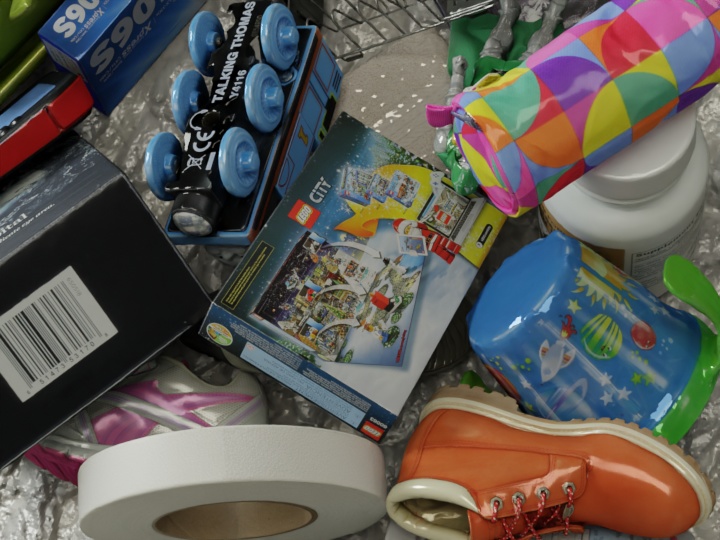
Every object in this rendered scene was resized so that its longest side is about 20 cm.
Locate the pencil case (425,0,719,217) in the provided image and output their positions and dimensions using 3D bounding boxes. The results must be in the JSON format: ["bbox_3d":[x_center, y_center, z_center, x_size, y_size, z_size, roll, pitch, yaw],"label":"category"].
[{"bbox_3d":[0.143,-0.116,1.133,0.199,0.088,0.089,-31,70,-7],"label":"pencil case"}]

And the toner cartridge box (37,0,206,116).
[{"bbox_3d":[-0.151,-0.219,1.410,0.043,0.095,0.200,35,77,16],"label":"toner cartridge box"}]

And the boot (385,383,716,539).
[{"bbox_3d":[0.114,0.142,1.167,0.199,0.076,0.107,10,37,24],"label":"boot"}]

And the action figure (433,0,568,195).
[{"bbox_3d":[0.098,-0.124,1.317,0.117,0.055,0.201,7,48,17],"label":"action figure"}]

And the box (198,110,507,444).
[{"bbox_3d":[0.000,0.000,1.239,0.136,0.038,0.200,31,50,2],"label":"box"}]

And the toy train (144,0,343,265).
[{"bbox_3d":[-0.078,-0.095,1.300,0.086,0.114,0.201,-2,56,26],"label":"toy train"}]

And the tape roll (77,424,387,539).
[{"bbox_3d":[-0.081,0.144,1.213,0.201,0.203,0.037,-6,69,4],"label":"tape roll"}]

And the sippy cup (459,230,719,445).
[{"bbox_3d":[0.143,0.050,1.231,0.130,0.140,0.178,42,97,-19],"label":"sippy cup"}]

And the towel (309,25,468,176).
[{"bbox_3d":[0.008,-0.087,1.364,0.199,0.035,0.133,-36,59,-9],"label":"towel"}]

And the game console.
[{"bbox_3d":[-0.270,-0.078,1.328,0.176,0.200,0.031,-37,104,-8],"label":"game console"}]

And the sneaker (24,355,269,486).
[{"bbox_3d":[-0.151,0.103,1.304,0.198,0.081,0.089,6,69,0],"label":"sneaker"}]

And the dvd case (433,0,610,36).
[{"bbox_3d":[0.169,-0.194,1.408,0.199,0.016,0.149,-25,70,-4],"label":"dvd case"}]

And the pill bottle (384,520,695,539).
[{"bbox_3d":[0.113,0.212,1.215,0.198,0.109,0.110,5,70,8],"label":"pill bottle"}]

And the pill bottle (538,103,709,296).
[{"bbox_3d":[0.174,-0.060,1.260,0.113,0.200,0.115,-2,69,6],"label":"pill bottle"}]

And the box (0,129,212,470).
[{"bbox_3d":[-0.227,0.017,1.265,0.196,0.200,0.118,-37,112,-8],"label":"box"}]

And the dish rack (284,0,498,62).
[{"bbox_3d":[0.020,-0.235,1.380,0.199,0.054,0.155,-13,65,33],"label":"dish rack"}]

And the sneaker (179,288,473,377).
[{"bbox_3d":[-0.023,0.032,1.312,0.199,0.106,0.076,2,92,-28],"label":"sneaker"}]

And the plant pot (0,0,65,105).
[{"bbox_3d":[-0.302,-0.240,1.381,0.199,0.182,0.200,36,78,25],"label":"plant pot"}]
